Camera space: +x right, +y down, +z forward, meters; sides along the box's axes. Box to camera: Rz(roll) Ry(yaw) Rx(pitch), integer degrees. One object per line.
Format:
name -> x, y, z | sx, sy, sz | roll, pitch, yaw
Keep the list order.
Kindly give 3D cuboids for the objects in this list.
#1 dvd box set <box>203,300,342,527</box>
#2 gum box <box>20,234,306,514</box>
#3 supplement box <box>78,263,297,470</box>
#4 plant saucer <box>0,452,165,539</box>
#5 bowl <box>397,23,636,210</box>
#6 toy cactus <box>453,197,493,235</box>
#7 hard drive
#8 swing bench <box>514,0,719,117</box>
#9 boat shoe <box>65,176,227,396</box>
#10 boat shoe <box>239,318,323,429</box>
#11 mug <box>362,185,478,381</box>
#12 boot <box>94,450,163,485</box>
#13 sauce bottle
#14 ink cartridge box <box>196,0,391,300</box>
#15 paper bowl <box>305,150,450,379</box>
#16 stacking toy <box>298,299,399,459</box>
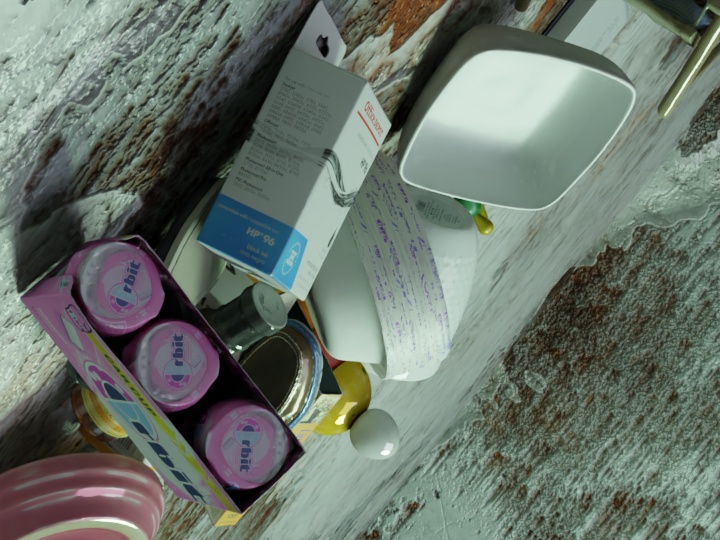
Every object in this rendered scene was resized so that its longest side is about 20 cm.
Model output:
dvd box set -> -0.105, 0.121, 1.277 | 0.029, 0.147, 0.200 | 6, 133, -42
gum box -> -0.139, 0.066, 0.931 | 0.066, 0.200, 0.113 | -43, -163, -24
supplement box -> -0.148, 0.075, 1.200 | 0.201, 0.073, 0.126 | -56, 165, 25
plant saucer -> -0.255, 0.228, 1.140 | 0.199, 0.051, 0.201 | -18, 146, -12
bowl -> 0.146, -0.159, 1.347 | 0.198, 0.075, 0.200 | 10, 139, -25
toy cactus -> 0.143, -0.125, 1.592 | 0.200, 0.102, 0.165 | -50, 147, 13
hard drive -> 0.269, -0.287, 1.640 | 0.132, 0.025, 0.200 | -51, 166, 4
swing bench -> 0.273, -0.288, 1.298 | 0.130, 0.199, 0.200 | -44, 166, -20
boat shoe -> -0.157, 0.007, 1.039 | 0.201, 0.062, 0.073 | -64, 153, -22
boat shoe -> -0.100, 0.128, 1.184 | 0.072, 0.072, 0.201 | -24, 150, -54
mug -> 0.040, 0.013, 1.460 | 0.200, 0.147, 0.176 | -37, 153, -60
boot -> -0.236, 0.178, 1.246 | 0.200, 0.073, 0.096 | 48, 56, -66
sauce bottle -> -0.145, 0.070, 1.089 | 0.199, 0.066, 0.066 | -33, 175, 28
ink cartridge box -> -0.038, -0.088, 1.040 | 0.201, 0.068, 0.116 | -64, 167, -5
paper bowl -> 0.000, 0.000, 1.233 | 0.104, 0.202, 0.201 | -18, 160, -7
stacking toy -> -0.037, 0.117, 1.386 | 0.146, 0.200, 0.146 | -45, 166, -15
